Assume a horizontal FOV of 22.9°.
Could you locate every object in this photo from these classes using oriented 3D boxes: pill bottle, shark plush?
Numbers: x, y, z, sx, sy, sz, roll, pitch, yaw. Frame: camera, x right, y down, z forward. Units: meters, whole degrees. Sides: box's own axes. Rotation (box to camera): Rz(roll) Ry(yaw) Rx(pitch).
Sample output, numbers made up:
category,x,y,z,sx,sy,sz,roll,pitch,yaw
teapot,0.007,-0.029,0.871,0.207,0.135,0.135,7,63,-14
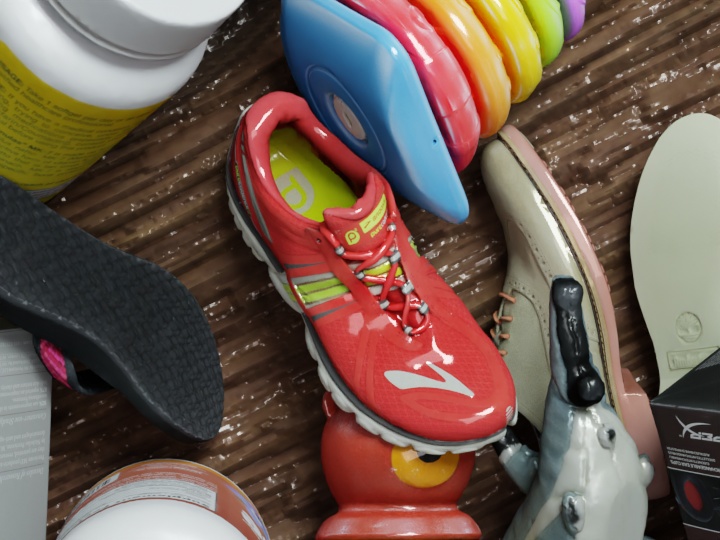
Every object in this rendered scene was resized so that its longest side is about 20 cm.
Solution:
category,x,y,z,sx,sy,sz,roll,pitch,yaw
pill bottle,-0.091,0.154,0.805,0.111,0.200,0.113,0,93,-4
shark plush,0.087,0.103,0.843,0.091,0.083,0.201,-34,130,-30
pill bottle,-0.137,-0.106,0.783,0.114,0.200,0.115,17,60,-32

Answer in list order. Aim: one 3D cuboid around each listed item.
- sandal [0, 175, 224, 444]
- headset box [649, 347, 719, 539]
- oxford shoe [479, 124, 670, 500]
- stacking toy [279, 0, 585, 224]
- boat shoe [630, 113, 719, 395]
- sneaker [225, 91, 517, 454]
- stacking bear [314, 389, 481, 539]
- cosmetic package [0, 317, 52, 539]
category,x,y,z,sx,sy,sz,roll,pitch,yaw
sandal,-0.131,0.021,0.836,0.045,0.200,0.076,-18,52,28
headset box,0.231,0.120,0.844,0.148,0.075,0.202,-32,112,-35
oxford shoe,0.090,0.029,0.882,0.073,0.071,0.202,-20,93,2
stacking toy,0.068,-0.130,0.860,0.199,0.110,0.117,-38,130,-14
boat shoe,0.183,0.022,0.894,0.062,0.071,0.202,-6,90,-46
sneaker,0.000,0.000,0.832,0.077,0.085,0.200,-34,72,-21
stacking bear,0.019,0.153,0.862,0.120,0.114,0.202,2,81,-14
cosmetic package,-0.210,0.123,0.836,0.106,0.090,0.202,6,96,26
